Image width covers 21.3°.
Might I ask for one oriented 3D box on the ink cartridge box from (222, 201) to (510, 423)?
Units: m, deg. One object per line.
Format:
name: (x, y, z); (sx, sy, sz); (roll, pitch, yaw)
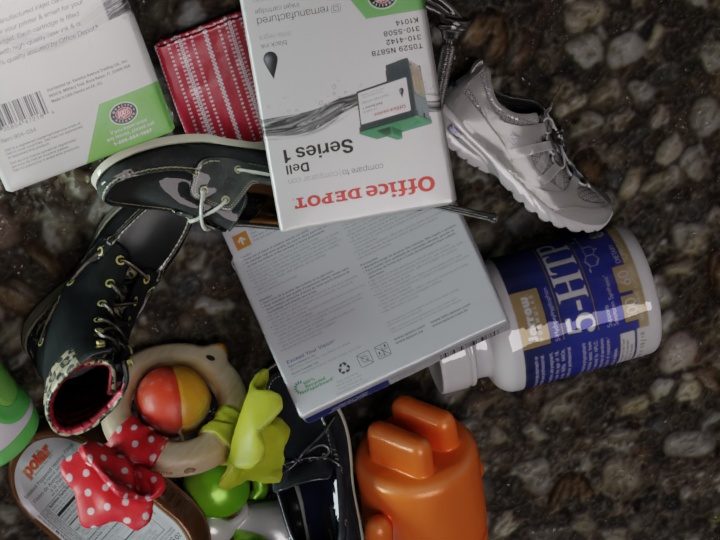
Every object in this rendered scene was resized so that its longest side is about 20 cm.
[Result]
ink cartridge box: (0.000, 0.000, 1.635); (0.198, 0.041, 0.201); (-24, 76, 0)

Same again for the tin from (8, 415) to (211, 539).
tin: (-0.222, 0.210, 1.686); (0.200, 0.042, 0.112); (41, 112, -5)

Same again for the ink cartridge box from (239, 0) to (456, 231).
ink cartridge box: (-0.009, -0.138, 1.512); (0.145, 0.084, 0.202); (-10, 94, 2)

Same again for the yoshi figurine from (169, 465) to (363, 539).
yoshi figurine: (-0.090, 0.220, 1.734); (0.199, 0.112, 0.113); (19, 98, -19)

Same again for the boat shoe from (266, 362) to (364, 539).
boat shoe: (-0.046, 0.176, 1.693); (0.074, 0.062, 0.202); (-17, 82, 20)

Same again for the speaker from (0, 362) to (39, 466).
speaker: (-0.355, 0.075, 1.599); (0.088, 0.089, 0.200); (-32, 119, 3)

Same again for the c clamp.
c clamp: (0.040, -0.145, 1.583); (0.169, 0.027, 0.202); (5, 109, -1)

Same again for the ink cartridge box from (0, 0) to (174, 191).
ink cartridge box: (-0.248, -0.185, 1.497); (0.145, 0.084, 0.201); (-20, 120, -4)

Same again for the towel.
towel: (-0.058, -0.162, 1.593); (0.199, 0.023, 0.145); (-20, 119, -3)

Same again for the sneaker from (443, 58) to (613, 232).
sneaker: (0.150, -0.103, 1.643); (0.199, 0.075, 0.082); (33, 106, -25)

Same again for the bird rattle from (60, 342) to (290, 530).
bird rattle: (-0.162, 0.138, 1.643); (0.199, 0.164, 0.113); (-15, 142, -7)

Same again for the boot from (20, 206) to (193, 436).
boot: (-0.199, 0.032, 1.578); (0.073, 0.154, 0.204); (37, 102, -27)

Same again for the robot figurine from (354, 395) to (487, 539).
robot figurine: (0.059, 0.210, 1.751); (0.116, 0.144, 0.201); (-7, 126, 3)

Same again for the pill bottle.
pill bottle: (0.155, 0.040, 1.692); (0.199, 0.120, 0.120); (-16, 119, -7)

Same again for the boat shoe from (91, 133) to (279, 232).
boat shoe: (-0.120, -0.067, 1.561); (0.199, 0.068, 0.072); (1, 144, -27)
